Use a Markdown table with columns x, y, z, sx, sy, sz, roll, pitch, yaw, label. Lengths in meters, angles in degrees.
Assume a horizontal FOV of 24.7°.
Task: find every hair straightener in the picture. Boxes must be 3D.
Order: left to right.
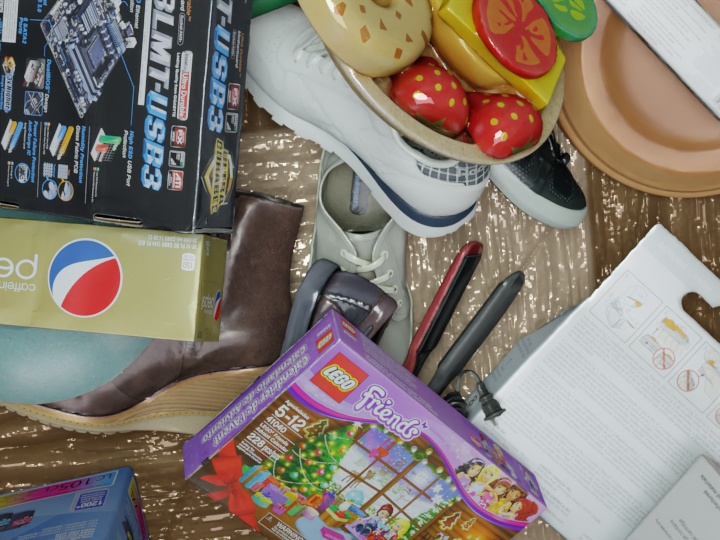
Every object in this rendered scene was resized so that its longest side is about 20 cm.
| x | y | z | sx | sy | sz | roll | pitch | yaw | label |
| --- | --- | --- | --- | --- | --- | --- | --- | --- | --- |
| 0.054 | 0.084 | 1.075 | 0.077 | 0.041 | 0.201 | 33 | 99 | 18 | hair straightener |

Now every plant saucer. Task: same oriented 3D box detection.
| x | y | z | sx | sy | sz | roll | pitch | yaw | label |
| --- | --- | --- | --- | --- | --- | --- | --- | --- | --- |
| -0.213 | -0.017 | 1.039 | 0.199 | 0.039 | 0.203 | -1 | 86 | 8 | plant saucer |
| 0.214 | -0.142 | 1.047 | 0.198 | 0.037 | 0.202 | 0 | 106 | 0 | plant saucer |

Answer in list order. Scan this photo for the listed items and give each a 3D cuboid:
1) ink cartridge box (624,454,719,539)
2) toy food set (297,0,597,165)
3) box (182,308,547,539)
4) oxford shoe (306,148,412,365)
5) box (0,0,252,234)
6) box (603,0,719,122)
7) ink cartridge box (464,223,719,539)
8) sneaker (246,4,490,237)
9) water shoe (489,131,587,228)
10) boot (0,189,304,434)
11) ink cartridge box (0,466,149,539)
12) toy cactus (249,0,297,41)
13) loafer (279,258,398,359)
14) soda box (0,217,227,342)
| x | y | z | sx | sy | sz | roll | pitch | yaw | label |
| --- | --- | --- | --- | --- | --- | --- | --- | --- | --- |
| 0.223 | 0.243 | 1.110 | 0.144 | 0.084 | 0.200 | 31 | 105 | -37 | ink cartridge box |
| 0.047 | -0.155 | 0.933 | 0.200 | 0.199 | 0.049 | 40 | 137 | -16 | toy food set |
| 0.004 | 0.132 | 1.046 | 0.137 | 0.039 | 0.200 | -43 | 118 | 15 | box |
| 0.000 | 0.000 | 1.075 | 0.074 | 0.058 | 0.202 | -1 | 109 | -6 | oxford shoe |
| -0.157 | -0.130 | 0.950 | 0.197 | 0.050 | 0.202 | 7 | 96 | 27 | box |
| 0.174 | -0.166 | 1.000 | 0.200 | 0.039 | 0.041 | 43 | 100 | -12 | box |
| 0.181 | 0.087 | 1.113 | 0.162 | 0.050 | 0.200 | 41 | 97 | -11 | ink cartridge box |
| 0.000 | -0.111 | 0.999 | 0.200 | 0.081 | 0.076 | 39 | 65 | 13 | sneaker |
| 0.090 | -0.113 | 1.030 | 0.079 | 0.072 | 0.200 | -39 | 103 | 19 | water shoe |
| -0.140 | 0.022 | 1.081 | 0.198 | 0.072 | 0.168 | 6 | 99 | -5 | boot |
| -0.213 | 0.209 | 1.057 | 0.135 | 0.200 | 0.077 | -13 | 106 | 3 | ink cartridge box |
| -0.085 | -0.175 | 0.981 | 0.198 | 0.102 | 0.167 | -1 | 69 | 8 | toy cactus |
| -0.023 | 0.088 | 1.069 | 0.062 | 0.072 | 0.201 | 19 | 124 | 12 | loafer |
| -0.184 | 0.003 | 0.980 | 0.198 | 0.068 | 0.065 | 4 | 88 | 8 | soda box |
